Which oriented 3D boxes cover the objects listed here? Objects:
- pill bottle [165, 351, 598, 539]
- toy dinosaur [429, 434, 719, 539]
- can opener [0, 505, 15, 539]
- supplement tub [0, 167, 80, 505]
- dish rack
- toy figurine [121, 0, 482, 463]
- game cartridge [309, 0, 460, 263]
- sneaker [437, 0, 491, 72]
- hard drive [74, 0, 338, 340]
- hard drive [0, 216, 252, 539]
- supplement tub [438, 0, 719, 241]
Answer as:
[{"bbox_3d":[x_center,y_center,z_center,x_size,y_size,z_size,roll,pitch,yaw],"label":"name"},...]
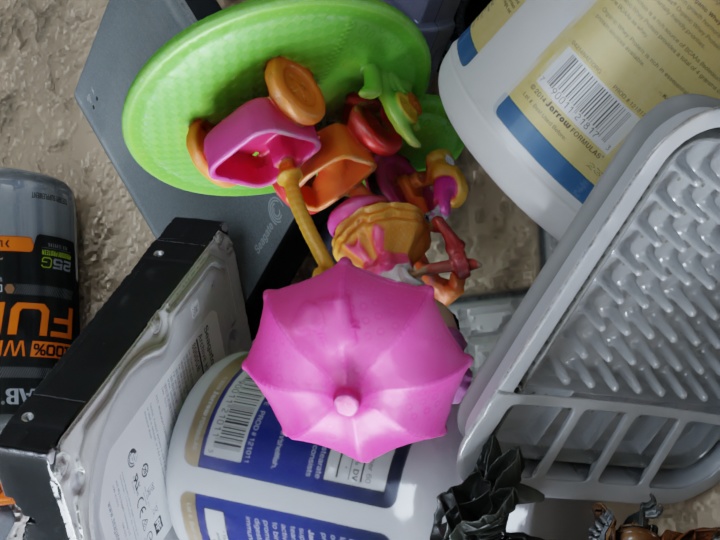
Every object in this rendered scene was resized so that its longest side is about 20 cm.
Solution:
[{"bbox_3d":[0.012,0.110,0.783,0.199,0.116,0.117,8,89,29],"label":"pill bottle"},{"bbox_3d":[0.088,0.153,0.642,0.200,0.135,0.102,-49,32,14],"label":"toy dinosaur"},{"bbox_3d":[-0.284,0.238,1.033,0.053,0.067,0.201,29,88,35],"label":"can opener"},{"bbox_3d":[-0.236,0.044,0.971,0.122,0.122,0.202,-10,79,34],"label":"supplement tub"},{"bbox_3d":[0.136,0.013,0.670,0.201,0.171,0.044,-60,40,27],"label":"dish rack"},{"bbox_3d":[0.000,0.000,0.711,0.150,0.199,0.185,-34,58,29],"label":"toy figurine"},{"bbox_3d":[-0.017,-0.114,0.841,0.130,0.038,0.201,54,138,32],"label":"game cartridge"},{"bbox_3d":[0.092,-0.183,0.800,0.096,0.079,0.200,53,123,22],"label":"sneaker"},{"bbox_3d":[-0.094,-0.074,0.901,0.201,0.033,0.140,57,139,22],"label":"hard drive"},{"bbox_3d":[-0.110,0.082,0.805,0.038,0.200,0.140,5,125,19],"label":"hard drive"},{"bbox_3d":[0.147,-0.112,0.699,0.200,0.144,0.145,-46,61,22],"label":"supplement tub"}]
